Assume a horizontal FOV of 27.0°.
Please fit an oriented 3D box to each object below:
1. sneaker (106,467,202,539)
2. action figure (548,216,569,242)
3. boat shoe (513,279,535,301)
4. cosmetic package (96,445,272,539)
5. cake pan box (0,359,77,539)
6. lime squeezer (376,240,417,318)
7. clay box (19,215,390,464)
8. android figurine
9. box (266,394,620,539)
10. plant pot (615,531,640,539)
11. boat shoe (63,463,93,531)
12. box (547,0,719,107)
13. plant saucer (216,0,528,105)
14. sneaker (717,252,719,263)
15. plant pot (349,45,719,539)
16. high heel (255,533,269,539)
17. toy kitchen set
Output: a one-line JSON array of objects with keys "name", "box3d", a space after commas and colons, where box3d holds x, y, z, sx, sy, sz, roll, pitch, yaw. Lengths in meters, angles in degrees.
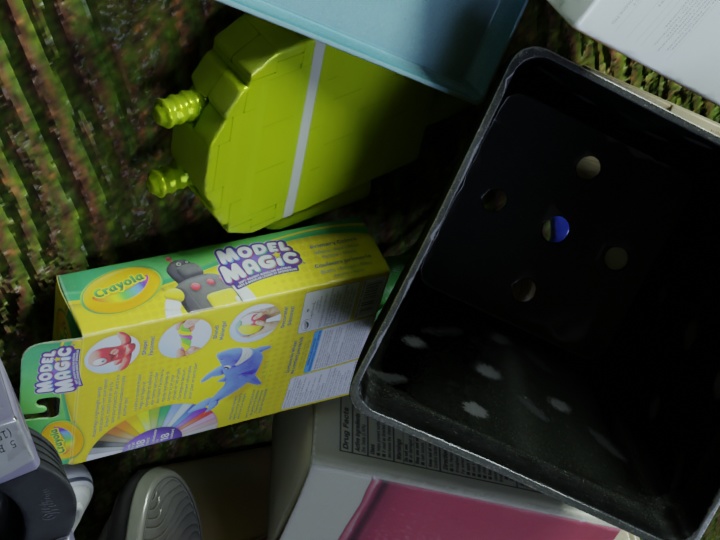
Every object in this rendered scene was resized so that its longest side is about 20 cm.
[{"name": "sneaker", "box3d": [-0.161, 0.202, 0.909, 0.075, 0.106, 0.201, -28, 129, -58]}, {"name": "action figure", "box3d": [0.126, 0.010, 1.066, 0.200, 0.052, 0.065, -49, 156, 19]}, {"name": "boat shoe", "box3d": [0.067, 0.047, 1.027, 0.064, 0.071, 0.200, -22, 153, -47]}, {"name": "cosmetic package", "box3d": [-0.078, 0.180, 1.023, 0.200, 0.071, 0.105, -5, 136, -48]}, {"name": "cake pan box", "box3d": [-0.242, 0.129, 0.739, 0.199, 0.052, 0.184, -19, 149, -13]}, {"name": "lime squeezer", "box3d": [0.000, 0.000, 0.919, 0.200, 0.038, 0.071, -23, 115, -29]}, {"name": "clay box", "box3d": [-0.091, 0.040, 0.810, 0.199, 0.048, 0.115, -11, 143, -24]}, {"name": "android figurine", "box3d": [-0.018, -0.089, 0.752, 0.200, 0.041, 0.182, -25, 148, -28]}, {"name": "box", "box3d": [0.049, 0.125, 0.950, 0.199, 0.128, 0.109, 13, 131, -11]}, {"name": "plant pot", "box3d": [0.096, 0.236, 1.204, 0.201, 0.201, 0.183, -50, 144, 17]}, {"name": "boat shoe", "box3d": [-0.211, 0.197, 0.887, 0.200, 0.070, 0.071, -51, 150, 18]}, {"name": "box", "box3d": [0.141, -0.170, 0.745, 0.098, 0.124, 0.200, -51, 150, 18]}, {"name": "plant saucer", "box3d": [0.004, -0.132, 0.677, 0.200, 0.019, 0.070, 14, 104, -46]}, {"name": "sneaker", "box3d": [0.213, 0.045, 0.884, 0.199, 0.114, 0.076, -37, -169, 5]}, {"name": "plant pot", "box3d": [0.120, -0.001, 0.819, 0.177, 0.199, 0.201, -97, -148, -76]}, {"name": "high heel", "box3d": [-0.018, 0.222, 0.978, 0.067, 0.096, 0.200, -49, 151, 12]}, {"name": "toy kitchen set", "box3d": [0.199, -0.026, 0.995, 0.180, 0.199, 0.164, -80, -166, -78]}]
